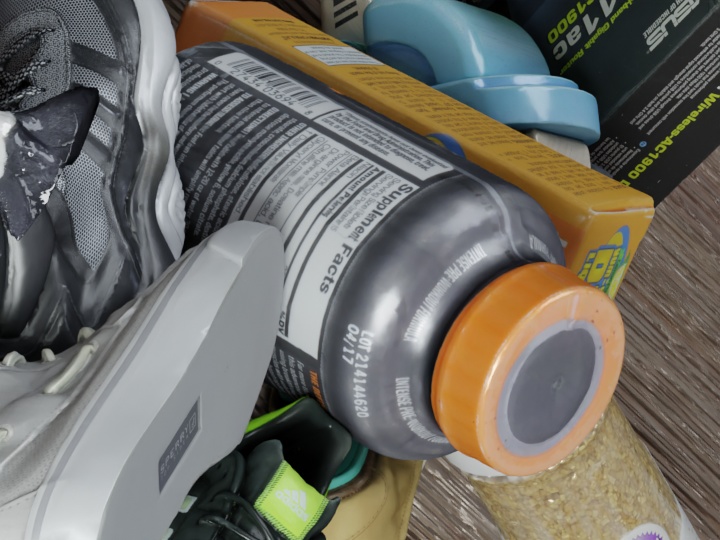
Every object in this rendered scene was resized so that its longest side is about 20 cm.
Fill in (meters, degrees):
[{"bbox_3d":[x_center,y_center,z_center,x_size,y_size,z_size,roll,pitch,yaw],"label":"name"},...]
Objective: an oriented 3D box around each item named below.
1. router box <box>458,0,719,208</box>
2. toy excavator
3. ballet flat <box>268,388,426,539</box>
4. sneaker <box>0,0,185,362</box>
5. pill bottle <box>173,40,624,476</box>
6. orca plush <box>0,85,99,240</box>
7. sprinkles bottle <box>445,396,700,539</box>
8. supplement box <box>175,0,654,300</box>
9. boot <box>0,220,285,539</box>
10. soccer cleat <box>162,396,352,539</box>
[{"bbox_3d":[0.103,-0.094,1.375,0.062,0.200,0.150,24,33,-33],"label":"router box"},{"bbox_3d":[0.010,-0.094,1.312,0.100,0.194,0.200,12,72,-56],"label":"toy excavator"},{"bbox_3d":[-0.003,0.067,1.134,0.200,0.069,0.063,-65,141,-63],"label":"ballet flat"},{"bbox_3d":[-0.120,-0.046,1.016,0.114,0.075,0.200,20,53,-47],"label":"sneaker"},{"bbox_3d":[0.000,0.000,1.062,0.200,0.106,0.106,31,7,39],"label":"pill bottle"},{"bbox_3d":[-0.181,-0.069,0.946,0.200,0.105,0.071,11,-6,1],"label":"orca plush"},{"bbox_3d":[0.091,0.100,1.150,0.200,0.068,0.068,58,15,-36],"label":"sprinkles bottle"},{"bbox_3d":[0.013,-0.040,1.197,0.200,0.067,0.069,28,14,21],"label":"supplement box"},{"bbox_3d":[-0.093,0.036,0.929,0.096,0.074,0.200,10,28,14],"label":"boot"},{"bbox_3d":[-0.051,0.099,0.948,0.068,0.081,0.200,46,23,-10],"label":"soccer cleat"}]
